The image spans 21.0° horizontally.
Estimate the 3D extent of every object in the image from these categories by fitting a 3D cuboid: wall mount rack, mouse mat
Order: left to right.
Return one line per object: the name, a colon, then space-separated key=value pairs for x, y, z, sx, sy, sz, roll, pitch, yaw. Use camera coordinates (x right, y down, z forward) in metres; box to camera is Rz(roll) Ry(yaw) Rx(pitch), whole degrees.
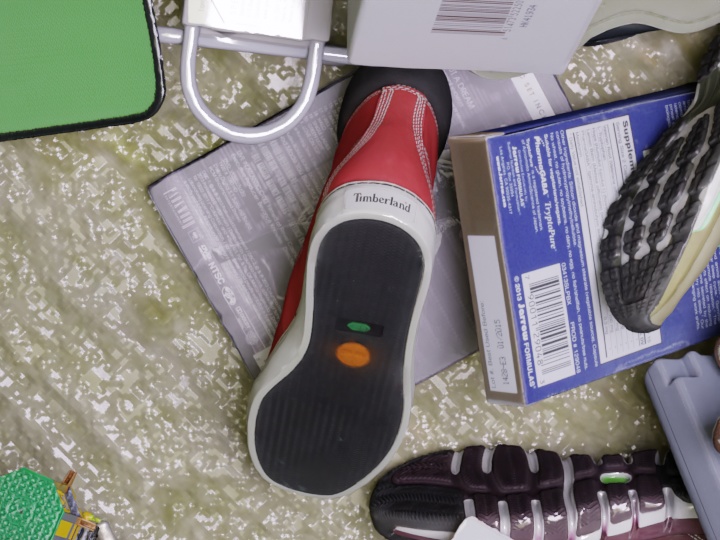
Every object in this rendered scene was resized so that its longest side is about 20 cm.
mouse mat: x=-0.174 y=-0.158 z=0.883 sx=0.161 sy=0.008 sz=0.200 roll=-5 pitch=99 yaw=19
wall mount rack: x=-0.074 y=-0.163 z=0.892 sx=0.173 sy=0.075 sz=0.201 roll=6 pitch=96 yaw=-9

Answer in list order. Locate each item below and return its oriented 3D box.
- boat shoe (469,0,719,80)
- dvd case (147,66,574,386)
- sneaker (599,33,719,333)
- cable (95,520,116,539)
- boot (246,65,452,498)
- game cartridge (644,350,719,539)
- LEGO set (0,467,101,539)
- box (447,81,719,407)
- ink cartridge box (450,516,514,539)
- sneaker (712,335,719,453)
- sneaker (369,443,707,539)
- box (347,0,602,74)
boat shoe: x=0.111 y=-0.141 z=0.908 sx=0.199 sy=0.066 sz=0.075 roll=-26 pitch=121 yaw=-23
dvd case: x=0.019 y=-0.024 z=0.940 sx=0.200 sy=0.016 sz=0.149 roll=-29 pitch=97 yaw=0
sneaker: x=0.182 y=-0.042 z=0.870 sx=0.089 sy=0.077 sz=0.200 roll=41 pitch=66 yaw=-14
cable: x=-0.097 y=0.219 z=0.938 sx=0.097 sy=0.050 sz=0.200 roll=-41 pitch=98 yaw=-2
boot: x=0.000 y=0.000 z=0.900 sx=0.072 sy=0.144 sz=0.200 roll=14 pitch=132 yaw=-4
game cartridge: x=0.237 y=0.100 z=0.896 sx=0.200 sy=0.133 sz=0.042 roll=5 pitch=140 yaw=-23
LEGO set: x=-0.205 y=0.158 z=0.889 sx=0.153 sy=0.116 sz=0.200 roll=13 pitch=80 yaw=8
box: x=0.129 y=-0.019 z=0.908 sx=0.200 sy=0.032 sz=0.121 roll=-15 pitch=100 yaw=-38
ink cartridge box: x=0.051 y=0.226 z=0.934 sx=0.162 sy=0.050 sz=0.200 roll=32 pitch=95 yaw=-18
sneaker: x=0.200 y=0.021 z=0.881 sx=0.075 sy=0.200 sz=0.071 roll=5 pitch=122 yaw=9
sneaker: x=0.106 y=0.149 z=0.941 sx=0.199 sy=0.076 sz=0.116 roll=-2 pitch=115 yaw=8
box: x=0.048 y=-0.197 z=0.793 sx=0.097 sy=0.124 sz=0.200 roll=2 pitch=74 yaw=-6
